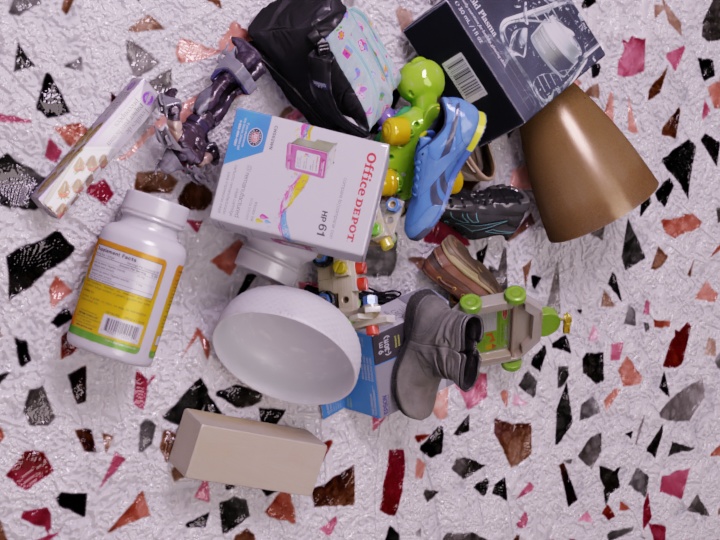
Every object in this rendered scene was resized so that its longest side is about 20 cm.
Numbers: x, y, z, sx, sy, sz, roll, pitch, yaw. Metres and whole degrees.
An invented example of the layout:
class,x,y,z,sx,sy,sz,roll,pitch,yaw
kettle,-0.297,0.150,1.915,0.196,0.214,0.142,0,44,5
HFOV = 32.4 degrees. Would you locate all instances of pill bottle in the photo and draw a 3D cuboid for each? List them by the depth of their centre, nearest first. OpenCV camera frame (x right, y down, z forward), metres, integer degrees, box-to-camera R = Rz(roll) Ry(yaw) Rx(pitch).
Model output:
class,x,y,z,sx,sy,sz,roll,pitch,yaw
pill bottle,-0.280,0.008,1.527,0.110,0.111,0.203,20,87,-33
pill bottle,-0.088,-0.084,1.634,0.112,0.112,0.202,28,83,-32

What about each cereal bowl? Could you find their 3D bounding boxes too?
class,x,y,z,sx,sy,sz,roll,pitch,yaw
cereal bowl,-0.090,0.086,1.628,0.200,0.199,0.084,43,47,-30

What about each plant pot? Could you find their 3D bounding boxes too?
class,x,y,z,sx,sy,sz,roll,pitch,yaw
plant pot,0.320,-0.175,1.861,0.185,0.186,0.202,-33,99,-24

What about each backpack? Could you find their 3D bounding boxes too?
class,x,y,z,sx,sy,sz,roll,pitch,yaw
backpack,-0.036,-0.265,1.618,0.127,0.166,0.201,-52,126,-20

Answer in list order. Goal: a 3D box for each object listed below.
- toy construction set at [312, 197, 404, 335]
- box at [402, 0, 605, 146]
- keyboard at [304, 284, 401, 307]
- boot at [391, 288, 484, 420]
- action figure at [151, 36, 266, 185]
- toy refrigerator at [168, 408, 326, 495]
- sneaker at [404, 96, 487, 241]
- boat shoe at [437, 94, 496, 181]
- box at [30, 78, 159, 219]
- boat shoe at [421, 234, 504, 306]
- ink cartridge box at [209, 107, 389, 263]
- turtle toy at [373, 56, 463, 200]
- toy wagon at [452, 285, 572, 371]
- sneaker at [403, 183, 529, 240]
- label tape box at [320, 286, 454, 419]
class,x,y,z,sx,sy,sz,roll,pitch,yaw
toy construction set,0.000,0.000,1.673,0.092,0.129,0.203,51,35,-59
box,0.202,-0.319,1.737,0.196,0.124,0.201,-40,100,-31
keyboard,-0.001,0.068,1.759,0.198,0.039,0.105,16,90,-34
boot,0.107,0.135,1.682,0.067,0.130,0.203,-9,116,-30
action figure,-0.196,-0.195,1.560,0.201,0.069,0.130,-54,152,-14
toy refrigerator,-0.152,0.245,1.675,0.198,0.070,0.077,15,97,-33
sneaker,0.092,-0.138,1.657,0.078,0.066,0.202,18,109,-24
boat shoe,0.149,-0.223,1.792,0.071,0.064,0.202,-34,114,-23
box,-0.323,-0.150,1.517,0.039,0.041,0.201,46,74,-29
boat shoe,0.163,0.025,1.847,0.067,0.072,0.200,-36,130,14
ink cartridge box,-0.072,-0.104,1.538,0.197,0.085,0.147,14,84,0
turtle toy,0.077,-0.192,1.717,0.144,0.101,0.202,-2,120,-29
toy wagon,0.216,0.088,1.843,0.197,0.040,0.156,-11,134,-8
sneaker,0.152,-0.081,1.812,0.197,0.076,0.080,4,125,-19
label tape box,0.036,0.128,1.755,0.198,0.066,0.145,-24,124,-27
